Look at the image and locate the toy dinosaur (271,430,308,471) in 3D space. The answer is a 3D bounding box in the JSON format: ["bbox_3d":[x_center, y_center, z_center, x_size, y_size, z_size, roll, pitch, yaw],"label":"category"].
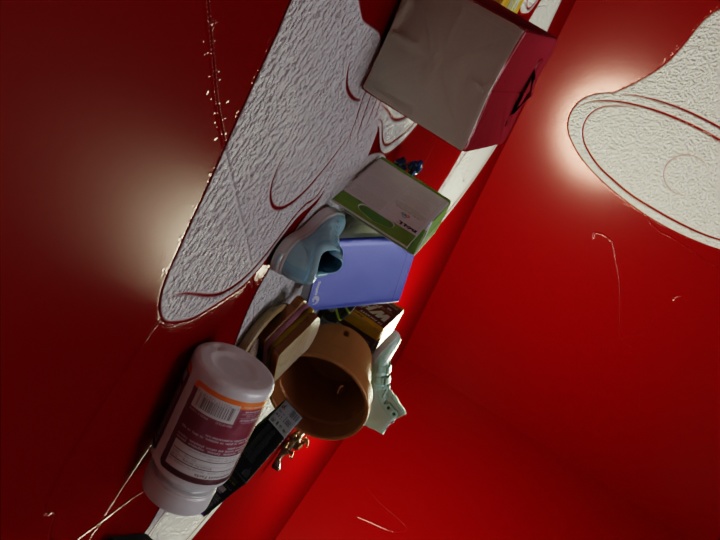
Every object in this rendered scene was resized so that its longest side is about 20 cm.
[{"bbox_3d":[-0.169,0.442,2.117,0.106,0.061,0.199,-40,178,42],"label":"toy dinosaur"}]

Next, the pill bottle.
[{"bbox_3d":[-0.199,0.205,1.037,0.202,0.113,0.114,-62,170,16],"label":"pill bottle"}]

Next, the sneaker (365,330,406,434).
[{"bbox_3d":[0.059,0.229,1.627,0.203,0.117,0.074,-62,168,10],"label":"sneaker"}]

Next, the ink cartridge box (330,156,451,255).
[{"bbox_3d":[0.041,-0.088,1.308,0.200,0.147,0.076,-45,164,-53],"label":"ink cartridge box"}]

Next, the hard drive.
[{"bbox_3d":[0.000,0.000,1.354,0.197,0.025,0.134,-4,123,-36],"label":"hard drive"}]

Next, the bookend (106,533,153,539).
[{"bbox_3d":[-0.354,0.487,1.145,0.200,0.091,0.200,-56,171,-13],"label":"bookend"}]

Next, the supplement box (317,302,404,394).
[{"bbox_3d":[-0.028,0.152,1.700,0.202,0.132,0.197,-62,170,18],"label":"supplement box"}]

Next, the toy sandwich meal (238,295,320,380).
[{"bbox_3d":[-0.141,0.138,1.268,0.207,0.070,0.206,-57,170,-16],"label":"toy sandwich meal"}]

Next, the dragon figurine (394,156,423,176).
[{"bbox_3d":[0.059,-0.127,1.489,0.201,0.058,0.101,-52,140,-37],"label":"dragon figurine"}]

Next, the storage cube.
[{"bbox_3d":[0.134,-0.281,1.094,0.179,0.199,0.173,-24,146,-62],"label":"storage cube"}]

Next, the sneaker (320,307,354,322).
[{"bbox_3d":[-0.010,0.010,1.548,0.202,0.075,0.076,-61,168,11],"label":"sneaker"}]

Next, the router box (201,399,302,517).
[{"bbox_3d":[-0.205,0.334,1.446,0.149,0.051,0.200,-43,180,35],"label":"router box"}]

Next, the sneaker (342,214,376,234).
[{"bbox_3d":[-0.007,-0.037,1.387,0.201,0.088,0.076,-55,171,-25],"label":"sneaker"}]

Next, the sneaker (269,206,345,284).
[{"bbox_3d":[-0.056,-0.027,1.182,0.200,0.081,0.075,-46,165,-55],"label":"sneaker"}]

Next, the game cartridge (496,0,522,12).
[{"bbox_3d":[0.294,-0.538,1.616,0.178,0.032,0.200,-62,171,14],"label":"game cartridge"}]

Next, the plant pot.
[{"bbox_3d":[-0.059,0.196,1.519,0.202,0.197,0.141,-66,176,36],"label":"plant pot"}]
